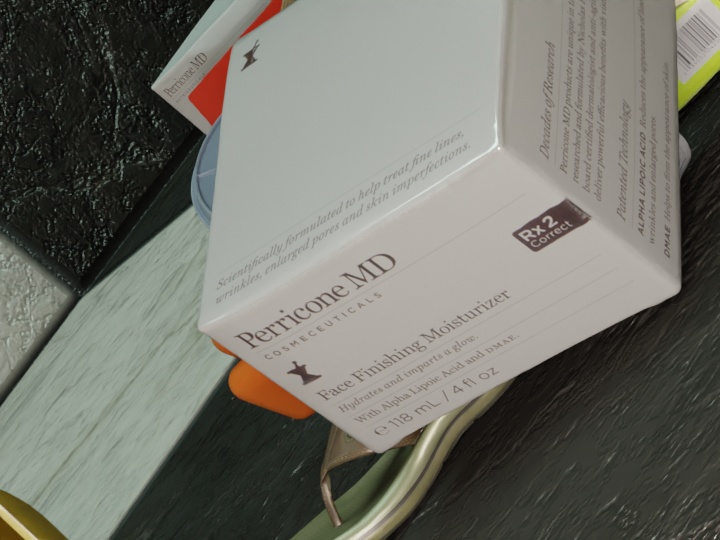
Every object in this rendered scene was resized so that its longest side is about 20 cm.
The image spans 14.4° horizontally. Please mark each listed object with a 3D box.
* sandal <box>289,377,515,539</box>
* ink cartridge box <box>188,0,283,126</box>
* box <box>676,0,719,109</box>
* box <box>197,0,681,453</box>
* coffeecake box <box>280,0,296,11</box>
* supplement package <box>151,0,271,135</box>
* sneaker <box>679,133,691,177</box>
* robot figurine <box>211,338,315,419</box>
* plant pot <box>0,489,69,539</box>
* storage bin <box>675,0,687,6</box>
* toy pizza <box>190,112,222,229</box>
[{"bbox_3d":[0.020,0.075,1.443,0.201,0.057,0.080,-51,9,0],"label":"sandal"},{"bbox_3d":[-0.017,-0.078,1.798,0.160,0.200,0.047,-45,-10,34],"label":"ink cartridge box"},{"bbox_3d":[0.161,-0.129,1.605,0.122,0.048,0.200,-45,10,15],"label":"box"},{"bbox_3d":[0.040,-0.054,1.364,0.198,0.130,0.201,-31,38,34],"label":"box"},{"bbox_3d":[0.073,-0.179,1.748,0.200,0.153,0.073,-42,-17,-31],"label":"coffeecake box"},{"bbox_3d":[0.001,-0.150,1.989,0.191,0.200,0.147,-41,12,47],"label":"supplement package"},{"bbox_3d":[0.093,-0.033,1.471,0.071,0.073,0.200,-51,8,-23],"label":"sneaker"},{"bbox_3d":[0.001,0.001,1.660,0.200,0.117,0.144,-46,7,23],"label":"robot figurine"},{"bbox_3d":[-0.156,0.225,1.331,0.200,0.200,0.176,-50,-2,5],"label":"plant pot"},{"bbox_3d":[0.176,-0.219,1.540,0.198,0.094,0.200,-27,15,10],"label":"storage bin"},{"bbox_3d":[-0.002,-0.075,1.600,0.199,0.032,0.201,-19,35,14],"label":"toy pizza"}]
